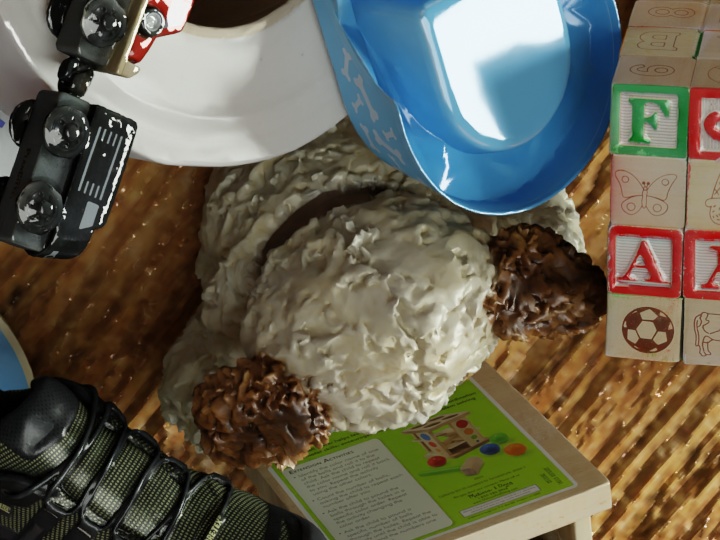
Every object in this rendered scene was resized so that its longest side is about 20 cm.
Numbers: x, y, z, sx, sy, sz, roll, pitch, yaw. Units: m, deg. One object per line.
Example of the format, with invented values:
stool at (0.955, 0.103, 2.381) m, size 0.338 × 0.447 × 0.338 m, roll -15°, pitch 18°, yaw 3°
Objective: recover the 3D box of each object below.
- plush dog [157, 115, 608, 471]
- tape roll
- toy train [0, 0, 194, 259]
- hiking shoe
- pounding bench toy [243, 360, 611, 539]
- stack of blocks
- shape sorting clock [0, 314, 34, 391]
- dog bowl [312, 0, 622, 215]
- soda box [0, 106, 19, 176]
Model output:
plush dog at (0.000, 0.000, 0.988) m, size 0.199 × 0.172 × 0.161 m, roll -28°, pitch 121°, yaw -4°
tape roll at (-0.067, -0.141, 0.911) m, size 0.202 × 0.071 × 0.204 m, roll -5°, pitch 99°, yaw -34°
toy train at (-0.077, -0.099, 0.847) m, size 0.046 × 0.034 × 0.201 m, roll 22°, pitch 84°, yaw -38°
hiking shoe at (-0.103, 0.091, 0.950) m, size 0.076 × 0.199 × 0.101 m, roll -62°, pitch 150°, yaw -26°
pounding bench toy at (0.000, 0.160, 1.085) m, size 0.199 × 0.124 × 0.157 m, roll -18°, pitch 121°, yaw -19°
stack of blocks at (0.141, -0.060, 0.993) m, size 0.058 × 0.200 × 0.116 m, roll 4°, pitch 118°, yaw 12°
shape sorting clock at (-0.230, 0.079, 1.022) m, size 0.199 × 0.039 × 0.201 m, roll -8°, pitch 118°, yaw -16°
dog bowl at (0.029, -0.119, 0.908) m, size 0.111 × 0.049 × 0.201 m, roll -30°, pitch 115°, yaw -30°
soda box at (-0.182, -0.025, 0.947) m, size 0.068 × 0.063 × 0.200 m, roll 37°, pitch 85°, yaw -32°
